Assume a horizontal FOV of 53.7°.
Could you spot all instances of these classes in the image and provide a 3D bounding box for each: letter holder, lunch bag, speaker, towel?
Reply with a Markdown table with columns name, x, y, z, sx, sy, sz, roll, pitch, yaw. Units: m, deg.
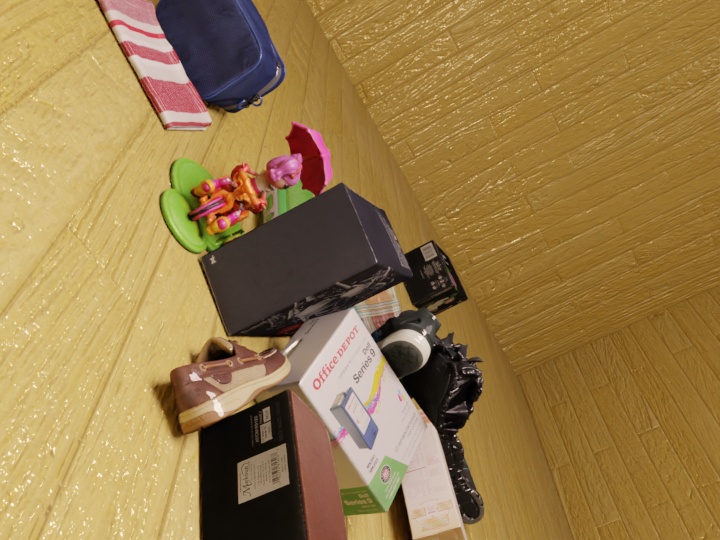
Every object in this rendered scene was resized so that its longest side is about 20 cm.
| name | x | y | z | sx | sy | sz | roll | pitch | yaw |
| --- | --- | --- | --- | --- | --- | --- | --- | --- | --- |
| letter holder | -0.061 | 0.239 | 0.639 | 0.142 | 0.100 | 0.201 | 54 | 16 | -43 |
| lunch bag | -0.206 | -0.344 | 1.105 | 0.201 | 0.135 | 0.132 | 65 | 13 | 3 |
| speaker | -0.108 | -0.071 | 1.079 | 0.089 | 0.088 | 0.201 | 53 | 17 | -37 |
| towel | -0.277 | -0.285 | 0.970 | 0.201 | 0.023 | 0.144 | 63 | 14 | -5 |
| towel | 0.000 | 0.000 | 1.052 | 0.146 | 0.022 | 0.202 | -8 | 77 | -53 |

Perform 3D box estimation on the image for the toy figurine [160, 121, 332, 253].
| name | x | y | z | sx | sy | sz | roll | pitch | yaw |
| --- | --- | --- | --- | --- | --- | --- | --- | --- | --- |
| toy figurine | -0.124 | -0.111 | 0.874 | 0.151 | 0.183 | 0.200 | 62 | 14 | -6 |

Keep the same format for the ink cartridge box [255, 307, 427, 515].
| name | x | y | z | sx | sy | sz | roll | pitch | yaw |
| --- | --- | --- | --- | --- | --- | --- | --- | --- | --- |
| ink cartridge box | -0.020 | 0.170 | 0.860 | 0.201 | 0.087 | 0.145 | 58 | 39 | -17 |

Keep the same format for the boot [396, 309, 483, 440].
| name | x | y | z | sx | sy | sz | roll | pitch | yaw |
| --- | --- | --- | --- | --- | --- | --- | --- | --- | --- |
| boot | 0.083 | 0.167 | 0.971 | 0.073 | 0.200 | 0.162 | 5 | 24 | -33 |

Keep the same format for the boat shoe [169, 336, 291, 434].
| name | x | y | z | sx | sy | sz | roll | pitch | yaw |
| --- | --- | --- | --- | --- | --- | --- | --- | --- | --- |
| boat shoe | -0.130 | 0.098 | 0.712 | 0.072 | 0.072 | 0.200 | 63 | 18 | 1 |

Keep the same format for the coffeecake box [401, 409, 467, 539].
| name | x | y | z | sx | sy | sz | roll | pitch | yaw |
| --- | --- | --- | --- | --- | --- | --- | --- | --- | --- |
| coffeecake box | 0.106 | 0.339 | 1.083 | 0.201 | 0.072 | 0.154 | -102 | 174 | -47 |

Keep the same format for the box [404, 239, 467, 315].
| name | x | y | z | sx | sy | sz | roll | pitch | yaw |
| --- | --- | --- | --- | --- | --- | --- | --- | --- | --- |
| box | 0.203 | 0.026 | 2.012 | 0.200 | 0.124 | 0.150 | 35 | 31 | -65 |

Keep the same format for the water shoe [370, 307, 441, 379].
| name | x | y | z | sx | sy | sz | roll | pitch | yaw |
| --- | --- | --- | --- | --- | --- | --- | --- | --- | --- |
| water shoe | 0.037 | 0.107 | 0.947 | 0.072 | 0.200 | 0.079 | 48 | 54 | -12 |

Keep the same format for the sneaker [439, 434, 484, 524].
| name | x | y | z | sx | sy | sz | roll | pitch | yaw |
| --- | --- | --- | --- | --- | --- | --- | --- | --- | --- |
| sneaker | 0.173 | 0.385 | 1.366 | 0.079 | 0.075 | 0.202 | -134 | -156 | -88 |

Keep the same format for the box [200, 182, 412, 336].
| name | x | y | z | sx | sy | sz | roll | pitch | yaw |
| --- | --- | --- | --- | --- | --- | --- | --- | --- | --- |
| box | -0.060 | -0.003 | 0.883 | 0.105 | 0.199 | 0.182 | 67 | 14 | 13 |
